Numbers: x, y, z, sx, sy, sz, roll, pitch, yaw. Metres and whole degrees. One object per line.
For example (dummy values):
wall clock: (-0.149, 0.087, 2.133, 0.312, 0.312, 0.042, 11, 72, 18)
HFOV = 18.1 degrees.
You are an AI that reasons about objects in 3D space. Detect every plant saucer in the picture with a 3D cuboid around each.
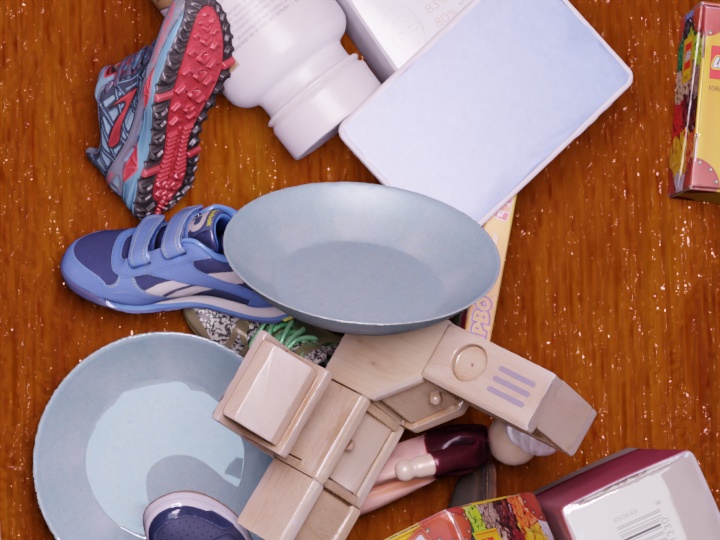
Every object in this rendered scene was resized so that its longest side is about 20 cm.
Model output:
plant saucer: (0.000, 0.000, 1.622, 0.200, 0.201, 0.039, 2, 120, -5)
plant saucer: (-0.151, 0.147, 1.744, 0.200, 0.039, 0.202, 0, 92, -5)

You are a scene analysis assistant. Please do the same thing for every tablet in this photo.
tablet: (0.096, -0.126, 1.713, 0.200, 0.014, 0.130, -43, 91, -4)

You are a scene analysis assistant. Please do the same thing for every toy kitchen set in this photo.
toy kitchen set: (0.019, 0.123, 1.592, 0.180, 0.163, 0.201, 25, 82, 36)

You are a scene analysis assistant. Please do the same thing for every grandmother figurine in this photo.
grandmother figurine: (0.057, 0.144, 1.735, 0.199, 0.121, 0.061, -16, 105, 14)

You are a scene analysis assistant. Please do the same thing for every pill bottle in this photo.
pill bottle: (-0.076, -0.190, 1.749, 0.114, 0.114, 0.200, -38, 90, -6)

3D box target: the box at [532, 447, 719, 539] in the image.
box: (0.203, 0.211, 1.702, 0.108, 0.200, 0.128, -23, 88, -7)

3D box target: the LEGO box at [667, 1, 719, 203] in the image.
LEGO box: (0.353, -0.125, 1.801, 0.199, 0.077, 0.150, 6, 85, -4)

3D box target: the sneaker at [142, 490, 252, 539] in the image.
sneaker: (-0.096, 0.258, 1.672, 0.070, 0.109, 0.200, -24, 126, 6)

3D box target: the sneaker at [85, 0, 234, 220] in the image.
sneaker: (-0.165, -0.135, 1.715, 0.095, 0.201, 0.079, 39, 38, 22)

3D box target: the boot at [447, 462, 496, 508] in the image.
boot: (0.037, 0.233, 1.750, 0.096, 0.075, 0.201, 19, 86, -6)

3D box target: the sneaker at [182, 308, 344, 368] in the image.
sneaker: (-0.046, 0.059, 1.747, 0.199, 0.089, 0.077, 29, 84, -2)

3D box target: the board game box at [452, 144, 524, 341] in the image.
board game box: (0.095, -0.001, 1.760, 0.030, 0.096, 0.201, 13, 85, -3)

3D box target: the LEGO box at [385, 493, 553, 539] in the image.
LEGO box: (0.028, 0.236, 1.602, 0.199, 0.149, 0.078, -29, 77, 25)

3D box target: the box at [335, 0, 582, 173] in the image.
box: (0.070, -0.186, 1.770, 0.124, 0.097, 0.200, -34, 90, -6)

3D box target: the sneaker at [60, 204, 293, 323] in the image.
sneaker: (-0.133, -0.015, 1.719, 0.199, 0.083, 0.074, 2, 45, 11)
